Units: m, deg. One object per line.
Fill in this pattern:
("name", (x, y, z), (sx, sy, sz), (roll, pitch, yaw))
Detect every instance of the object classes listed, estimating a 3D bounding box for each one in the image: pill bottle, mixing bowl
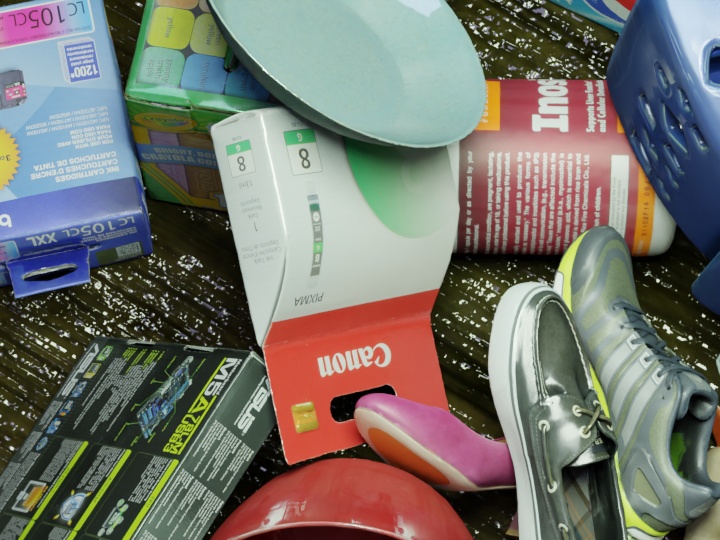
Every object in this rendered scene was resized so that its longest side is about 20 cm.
("pill bottle", (0.099, -0.066, 1.528), (0.200, 0.113, 0.113), (0, 67, 1))
("mixing bowl", (-0.007, 0.184, 1.402), (0.200, 0.200, 0.108), (7, 38, 4))

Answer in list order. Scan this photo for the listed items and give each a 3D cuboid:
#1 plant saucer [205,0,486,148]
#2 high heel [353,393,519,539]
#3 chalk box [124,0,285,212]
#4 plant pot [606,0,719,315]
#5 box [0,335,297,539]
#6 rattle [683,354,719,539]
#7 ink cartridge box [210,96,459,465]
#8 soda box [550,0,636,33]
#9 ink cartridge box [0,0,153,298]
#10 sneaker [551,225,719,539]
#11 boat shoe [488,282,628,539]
("plant saucer", (-0.019, -0.136, 1.391), (0.201, 0.039, 0.201), (25, 37, -21))
("high heel", (0.080, 0.094, 1.435), (0.200, 0.067, 0.096), (32, 72, -31))
("chalk box", (-0.075, -0.129, 1.512), (0.124, 0.200, 0.125), (10, 67, 6))
("plant pot", (0.267, -0.081, 1.380), (0.200, 0.200, 0.180), (-14, 80, -5))
("box", (-0.151, 0.132, 1.420), (0.193, 0.048, 0.200), (4, 56, 53))
("rattle", (0.264, 0.155, 1.457), (0.143, 0.130, 0.200), (6, 40, -8))
("ink cartridge box", (0.000, 0.000, 1.409), (0.050, 0.161, 0.200), (-16, 87, 40))
("soda box", (0.187, -0.201, 1.611), (0.200, 0.064, 0.068), (27, 70, 13))
("ink cartridge box", (-0.214, -0.070, 1.560), (0.136, 0.076, 0.200), (-12, 69, -4))
("sneaker", (0.174, 0.066, 1.451), (0.081, 0.074, 0.200), (-22, 73, 37))
("boat shoe", (0.124, 0.105, 1.400), (0.069, 0.057, 0.200), (-8, 91, -44))
